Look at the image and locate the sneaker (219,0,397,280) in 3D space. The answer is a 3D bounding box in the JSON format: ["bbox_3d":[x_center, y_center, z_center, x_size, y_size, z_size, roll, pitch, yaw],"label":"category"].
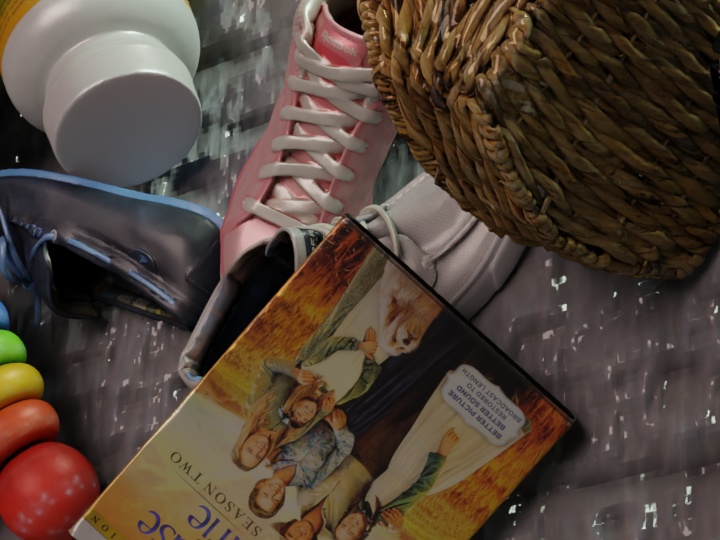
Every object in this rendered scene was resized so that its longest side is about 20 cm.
[{"bbox_3d":[-0.020,-0.073,1.300,0.075,0.105,0.201,25,80,15],"label":"sneaker"}]

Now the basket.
[{"bbox_3d":[0.076,-0.090,1.177,0.149,0.200,0.143,27,85,42],"label":"basket"}]

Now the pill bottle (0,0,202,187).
[{"bbox_3d":[-0.154,-0.144,1.451,0.113,0.113,0.200,-38,48,15],"label":"pill bottle"}]

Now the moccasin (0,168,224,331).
[{"bbox_3d":[-0.155,-0.009,1.395,0.200,0.080,0.068,5,61,41],"label":"moccasin"}]

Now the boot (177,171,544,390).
[{"bbox_3d":[0.000,0.000,1.257,0.200,0.096,0.074,-51,46,3],"label":"boot"}]

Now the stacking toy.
[{"bbox_3d":[-0.203,0.058,1.368,0.085,0.085,0.200,-41,71,13],"label":"stacking toy"}]

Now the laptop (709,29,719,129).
[{"bbox_3d":[0.248,-0.073,1.090,0.177,0.201,0.103,16,41,43],"label":"laptop"}]

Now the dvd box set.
[{"bbox_3d":[-0.019,0.095,1.206,0.146,0.029,0.200,43,96,4],"label":"dvd box set"}]
